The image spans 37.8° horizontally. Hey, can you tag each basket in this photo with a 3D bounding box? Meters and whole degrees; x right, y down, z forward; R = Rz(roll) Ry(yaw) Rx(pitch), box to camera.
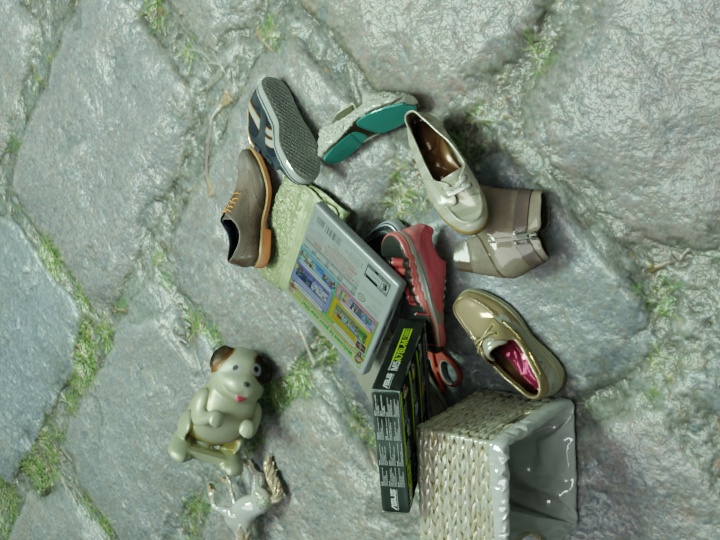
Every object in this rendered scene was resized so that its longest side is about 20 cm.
[{"bbox_3d":[0.190,0.286,1.463,0.159,0.197,0.203,8,107,39],"label":"basket"}]

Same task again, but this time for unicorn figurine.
[{"bbox_3d":[-0.211,0.427,1.900,0.200,0.073,0.138,-43,75,38],"label":"unicorn figurine"}]

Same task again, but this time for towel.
[{"bbox_3d":[-0.097,-0.045,1.706,0.148,0.036,0.202,35,121,28],"label":"towel"},{"bbox_3d":[0.068,0.198,1.634,0.132,0.034,0.202,-37,80,48],"label":"towel"}]

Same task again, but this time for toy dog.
[{"bbox_3d":[-0.226,0.227,1.830,0.138,0.195,0.201,23,119,-11],"label":"toy dog"}]

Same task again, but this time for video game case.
[{"bbox_3d":[-0.027,0.026,1.588,0.200,0.022,0.184,44,131,28],"label":"video game case"}]

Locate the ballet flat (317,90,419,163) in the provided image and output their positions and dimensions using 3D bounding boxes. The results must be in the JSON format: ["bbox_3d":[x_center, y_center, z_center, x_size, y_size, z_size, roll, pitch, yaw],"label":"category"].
[{"bbox_3d":[0.002,-0.228,1.560,0.199,0.071,0.073,-27,85,40],"label":"ballet flat"}]

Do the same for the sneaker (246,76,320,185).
[{"bbox_3d":[-0.124,-0.202,1.649,0.079,0.078,0.202,-47,53,40],"label":"sneaker"}]

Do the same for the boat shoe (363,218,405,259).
[{"bbox_3d":[0.000,0.000,1.619,0.072,0.067,0.200,53,128,14],"label":"boat shoe"}]

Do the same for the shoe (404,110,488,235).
[{"bbox_3d":[0.111,-0.136,1.433,0.069,0.053,0.202,-30,66,8],"label":"shoe"}]

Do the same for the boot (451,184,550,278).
[{"bbox_3d":[0.188,-0.088,1.454,0.145,0.070,0.203,-12,88,30],"label":"boot"}]

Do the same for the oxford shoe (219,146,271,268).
[{"bbox_3d":[-0.190,-0.106,1.718,0.071,0.072,0.203,-19,73,57],"label":"oxford shoe"}]

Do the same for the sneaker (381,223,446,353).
[{"bbox_3d":[0.101,0.025,1.539,0.073,0.086,0.203,12,125,53],"label":"sneaker"}]

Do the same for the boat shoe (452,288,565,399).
[{"bbox_3d":[0.201,0.103,1.485,0.200,0.069,0.074,42,124,22],"label":"boat shoe"}]

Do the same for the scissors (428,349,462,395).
[{"bbox_3d":[0.101,0.092,1.598,0.073,0.014,0.203,-18,92,42],"label":"scissors"}]

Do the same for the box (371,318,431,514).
[{"bbox_3d":[0.061,0.200,1.470,0.047,0.194,0.203,3,118,16],"label":"box"}]
